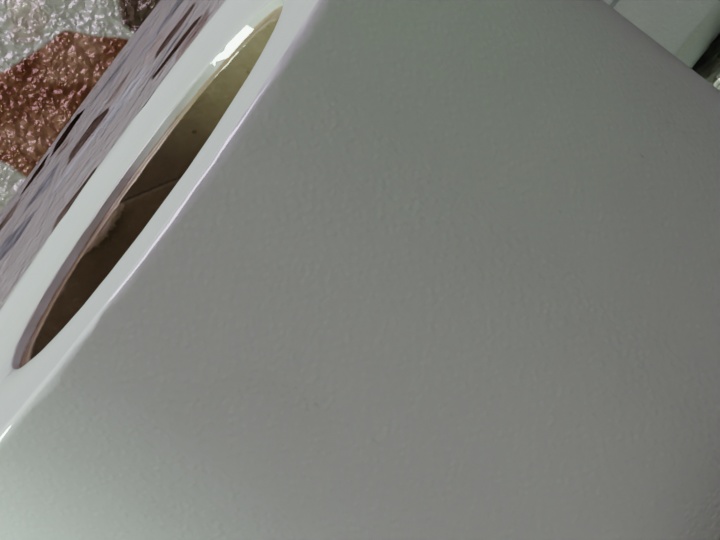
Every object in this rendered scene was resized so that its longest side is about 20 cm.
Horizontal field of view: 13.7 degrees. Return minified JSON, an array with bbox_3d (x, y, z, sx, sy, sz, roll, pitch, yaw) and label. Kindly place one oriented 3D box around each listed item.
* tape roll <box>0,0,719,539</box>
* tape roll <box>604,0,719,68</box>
[{"bbox_3d":[0.002,0.018,0.718,0.203,0.139,0.203,-52,11,14],"label":"tape roll"},{"bbox_3d":[0.035,-0.136,0.906,0.071,0.202,0.202,-51,11,12],"label":"tape roll"}]
